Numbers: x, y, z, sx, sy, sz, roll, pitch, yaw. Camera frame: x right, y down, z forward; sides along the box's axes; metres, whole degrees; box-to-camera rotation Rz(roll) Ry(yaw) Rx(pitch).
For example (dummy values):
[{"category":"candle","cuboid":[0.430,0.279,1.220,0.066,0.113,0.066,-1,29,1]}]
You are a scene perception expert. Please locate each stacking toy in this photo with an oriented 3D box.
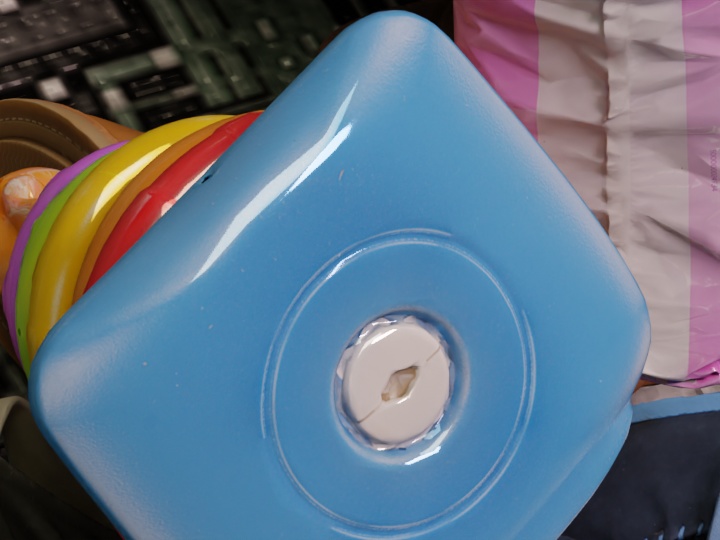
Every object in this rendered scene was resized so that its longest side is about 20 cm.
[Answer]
[{"category":"stacking toy","cuboid":[-0.041,0.007,0.660,0.116,0.110,0.200,-47,28,-15]}]

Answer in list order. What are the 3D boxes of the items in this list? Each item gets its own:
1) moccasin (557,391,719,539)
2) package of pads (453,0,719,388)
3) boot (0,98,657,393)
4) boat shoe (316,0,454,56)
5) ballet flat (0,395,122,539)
[{"category":"moccasin","cuboid":[0.056,0.081,0.701,0.080,0.200,0.068,32,50,-42]},{"category":"package of pads","cuboid":[0.074,-0.077,0.716,0.076,0.121,0.200,7,37,11]},{"category":"boot","cuboid":[0.000,0.000,0.792,0.155,0.074,0.200,-10,27,-44]},{"category":"boat shoe","cuboid":[0.086,-0.033,0.833,0.202,0.075,0.075,3,22,17]},{"category":"ballet flat","cuboid":[-0.101,0.052,0.676,0.068,0.200,0.068,-16,52,28]}]
